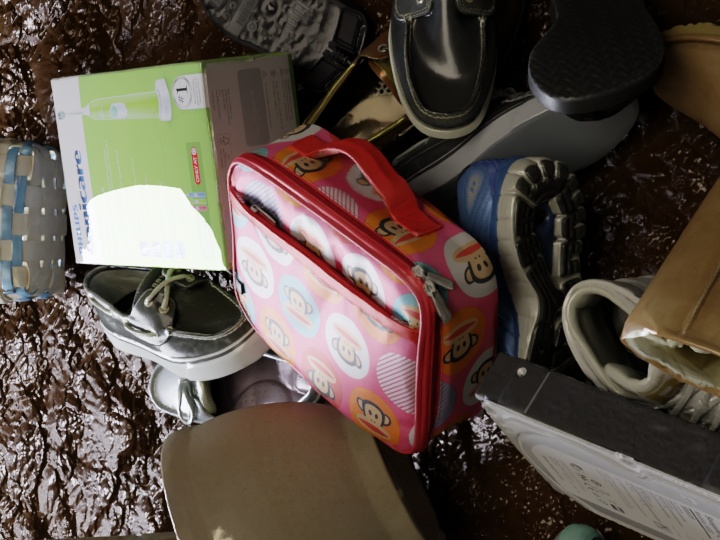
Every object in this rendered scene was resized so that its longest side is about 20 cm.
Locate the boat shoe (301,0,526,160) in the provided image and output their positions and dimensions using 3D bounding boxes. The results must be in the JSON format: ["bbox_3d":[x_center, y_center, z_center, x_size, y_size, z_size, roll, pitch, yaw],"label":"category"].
[{"bbox_3d":[0.033,-0.128,1.003,0.072,0.068,0.200,46,106,12],"label":"boat shoe"}]

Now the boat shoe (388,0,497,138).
[{"bbox_3d":[0.050,-0.181,0.945,0.072,0.068,0.200,-1,71,9],"label":"boat shoe"}]

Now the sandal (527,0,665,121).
[{"bbox_3d":[0.143,-0.125,0.881,0.075,0.201,0.048,0,118,13],"label":"sandal"}]

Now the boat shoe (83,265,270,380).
[{"bbox_3d":[-0.141,0.032,1.109,0.200,0.071,0.064,6,136,46],"label":"boat shoe"}]

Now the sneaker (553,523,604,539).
[{"bbox_3d":[0.082,0.246,0.963,0.140,0.078,0.200,15,97,36],"label":"sneaker"}]

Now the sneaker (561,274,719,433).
[{"bbox_3d":[0.195,0.081,0.859,0.200,0.115,0.074,47,114,26],"label":"sneaker"}]

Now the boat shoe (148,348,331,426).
[{"bbox_3d":[-0.088,0.082,1.108,0.202,0.065,0.075,0,88,38],"label":"boat shoe"}]

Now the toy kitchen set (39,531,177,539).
[{"bbox_3d":[-0.202,0.288,1.114,0.163,0.180,0.200,22,97,37],"label":"toy kitchen set"}]

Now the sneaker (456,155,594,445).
[{"bbox_3d":[0.100,0.019,0.948,0.089,0.078,0.200,19,122,52],"label":"sneaker"}]

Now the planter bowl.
[{"bbox_3d":[-0.025,0.169,0.993,0.135,0.200,0.200,-27,70,8],"label":"planter bowl"}]

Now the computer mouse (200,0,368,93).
[{"bbox_3d":[-0.046,-0.149,1.100,0.200,0.046,0.141,32,103,22],"label":"computer mouse"}]

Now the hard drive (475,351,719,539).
[{"bbox_3d":[0.174,0.122,0.852,0.200,0.140,0.038,19,70,40],"label":"hard drive"}]

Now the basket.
[{"bbox_3d":[-0.349,-0.040,1.254,0.200,0.139,0.177,5,91,7],"label":"basket"}]

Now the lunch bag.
[{"bbox_3d":[0.000,0.000,0.936,0.200,0.082,0.176,37,140,36],"label":"lunch bag"}]

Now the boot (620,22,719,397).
[{"bbox_3d":[0.198,-0.038,0.830,0.175,0.066,0.200,19,66,36],"label":"boot"}]

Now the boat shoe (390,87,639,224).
[{"bbox_3d":[0.093,-0.088,0.974,0.199,0.074,0.068,-34,49,41],"label":"boat shoe"}]

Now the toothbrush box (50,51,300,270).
[{"bbox_3d":[-0.135,-0.080,1.101,0.200,0.086,0.146,1,102,47],"label":"toothbrush box"}]
